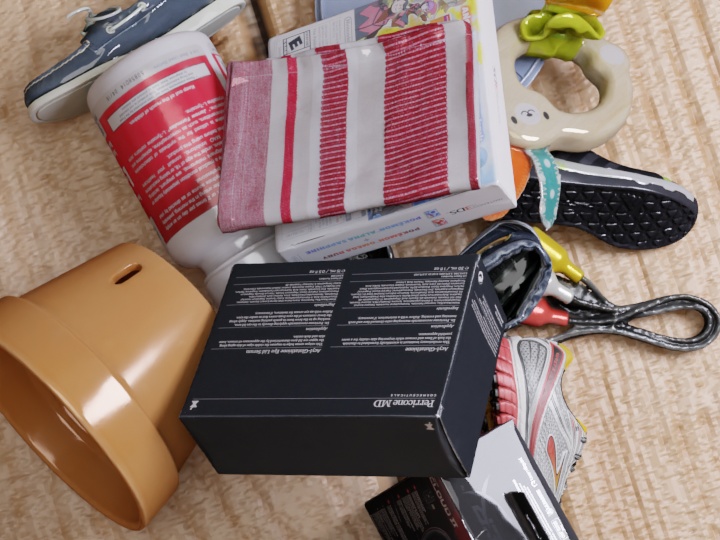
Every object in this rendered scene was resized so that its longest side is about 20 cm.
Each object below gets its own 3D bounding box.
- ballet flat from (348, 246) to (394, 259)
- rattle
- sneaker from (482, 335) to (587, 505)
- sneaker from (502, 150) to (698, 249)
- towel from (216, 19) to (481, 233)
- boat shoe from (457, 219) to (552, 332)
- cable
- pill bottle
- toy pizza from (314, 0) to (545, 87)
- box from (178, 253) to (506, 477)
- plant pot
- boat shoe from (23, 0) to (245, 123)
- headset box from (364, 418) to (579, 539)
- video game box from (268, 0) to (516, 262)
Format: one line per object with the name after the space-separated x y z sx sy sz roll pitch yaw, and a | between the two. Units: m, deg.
0.000 0.000 1.367 0.066 0.057 0.202 -17 89 -5 | ballet flat
0.154 -0.144 1.292 0.130 0.143 0.201 41 49 -8 | rattle
0.143 0.149 1.340 0.081 0.078 0.202 -6 90 -13 | sneaker
0.178 -0.080 1.375 0.198 0.072 0.083 13 47 -14 | sneaker
-0.010 -0.106 1.264 0.198 0.023 0.145 -9 61 17 | towel
0.064 0.044 1.308 0.071 0.091 0.201 40 95 -8 | boat shoe
0.186 0.035 1.370 0.198 0.050 0.098 20 85 4 | cable
-0.122 -0.076 1.352 0.112 0.112 0.201 -29 83 -4 | pill bottle
0.061 -0.214 1.413 0.198 0.032 0.202 0 82 -1 | toy pizza
-0.010 0.069 1.225 0.198 0.079 0.142 -2 47 25 | box
-0.184 0.076 1.302 0.200 0.200 0.140 45 67 5 | plant pot
-0.189 -0.188 1.386 0.199 0.075 0.062 -33 85 -6 | boat shoe
0.092 0.204 1.265 0.075 0.200 0.150 -26 82 -22 | headset box
0.020 -0.115 1.307 0.181 0.047 0.202 -17 57 23 | video game box
